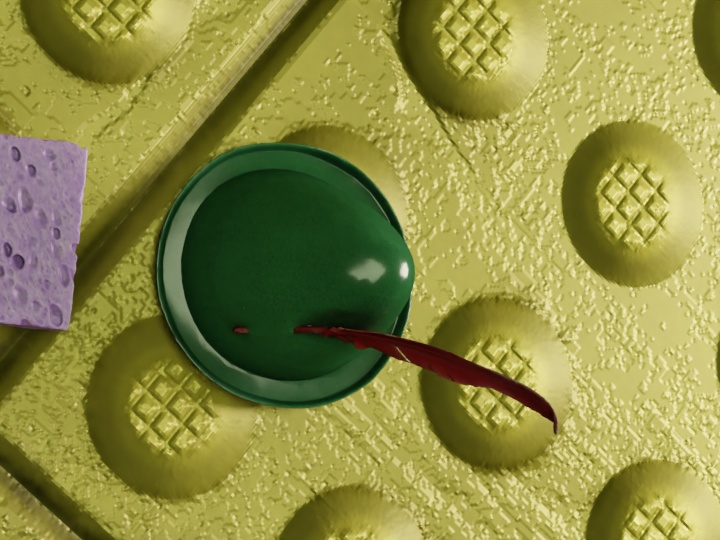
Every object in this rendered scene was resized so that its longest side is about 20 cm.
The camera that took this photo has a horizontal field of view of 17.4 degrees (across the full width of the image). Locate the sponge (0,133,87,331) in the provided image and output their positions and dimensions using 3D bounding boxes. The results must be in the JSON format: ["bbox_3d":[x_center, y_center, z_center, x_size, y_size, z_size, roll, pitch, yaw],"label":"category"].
[{"bbox_3d":[-0.260,-0.030,1.363,0.199,0.030,0.112,7,83,-25],"label":"sponge"}]

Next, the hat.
[{"bbox_3d":[0.000,0.000,1.400,0.199,0.176,0.167,12,81,-24],"label":"hat"}]
